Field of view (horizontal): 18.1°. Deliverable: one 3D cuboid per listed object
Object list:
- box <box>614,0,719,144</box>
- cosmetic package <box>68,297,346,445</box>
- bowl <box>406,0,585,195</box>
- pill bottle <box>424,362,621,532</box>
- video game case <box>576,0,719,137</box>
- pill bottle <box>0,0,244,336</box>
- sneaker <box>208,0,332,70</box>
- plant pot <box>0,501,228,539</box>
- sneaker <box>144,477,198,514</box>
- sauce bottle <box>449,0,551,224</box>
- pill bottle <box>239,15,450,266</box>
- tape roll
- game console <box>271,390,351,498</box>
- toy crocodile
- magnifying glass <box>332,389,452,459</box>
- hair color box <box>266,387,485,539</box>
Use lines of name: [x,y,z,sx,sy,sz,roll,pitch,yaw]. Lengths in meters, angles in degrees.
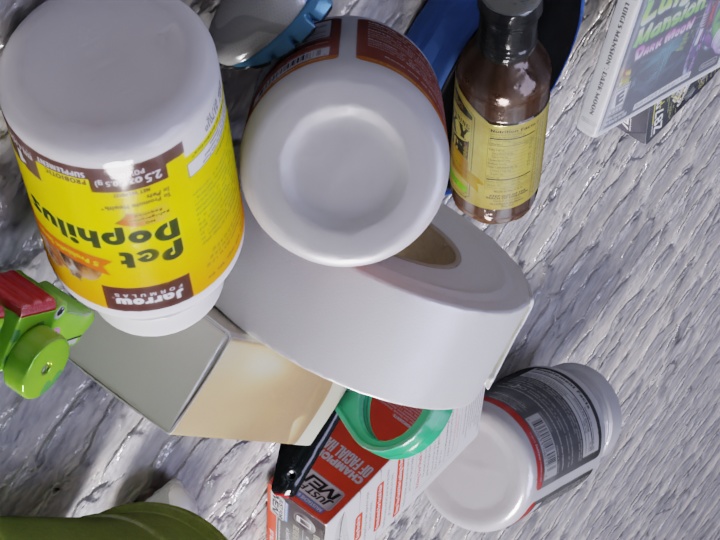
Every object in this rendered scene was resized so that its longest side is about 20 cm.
box: [0.264,-0.217,1.793,0.161,0.049,0.200,-47,156,-24]
cosmetic package: [-0.089,0.049,1.371,0.071,0.105,0.200,-58,156,7]
bowl: [0.085,-0.139,1.548,0.201,0.039,0.201,-44,156,-26]
pill bottle: [0.144,0.148,1.968,0.200,0.116,0.116,-18,138,-56]
video game case: [0.248,-0.207,1.689,0.200,0.023,0.182,-29,145,-43]
pill bottle: [-0.118,-0.049,1.165,0.109,0.109,0.200,-46,156,-22]
sneaker: [-0.034,-0.200,1.205,0.087,0.075,0.200,28,105,-35]
plant pot: [-0.190,0.218,1.331,0.200,0.200,0.190,-57,145,4]
sneaker: [-0.119,0.214,1.562,0.074,0.087,0.200,-43,154,-23]
sauce bottle: [0.092,-0.113,1.462,0.065,0.065,0.200,-43,154,-29]
pill bottle: [-0.007,-0.080,1.264,0.112,0.112,0.200,-61,-173,15]
tape roll: [0.000,0.000,1.352,0.202,0.202,0.071,-9,129,-61]
game console: [-0.003,0.054,1.566,0.200,0.031,0.177,-60,180,10]
toy crocodile: [-0.204,0.030,1.154,0.200,0.067,0.062,-13,133,-59]
magnifying glass: [-0.010,0.069,1.459,0.022,0.200,0.080,26,83,-37]
hair color box: [0.013,0.146,1.770,0.200,0.064,0.111,-44,157,-29]
